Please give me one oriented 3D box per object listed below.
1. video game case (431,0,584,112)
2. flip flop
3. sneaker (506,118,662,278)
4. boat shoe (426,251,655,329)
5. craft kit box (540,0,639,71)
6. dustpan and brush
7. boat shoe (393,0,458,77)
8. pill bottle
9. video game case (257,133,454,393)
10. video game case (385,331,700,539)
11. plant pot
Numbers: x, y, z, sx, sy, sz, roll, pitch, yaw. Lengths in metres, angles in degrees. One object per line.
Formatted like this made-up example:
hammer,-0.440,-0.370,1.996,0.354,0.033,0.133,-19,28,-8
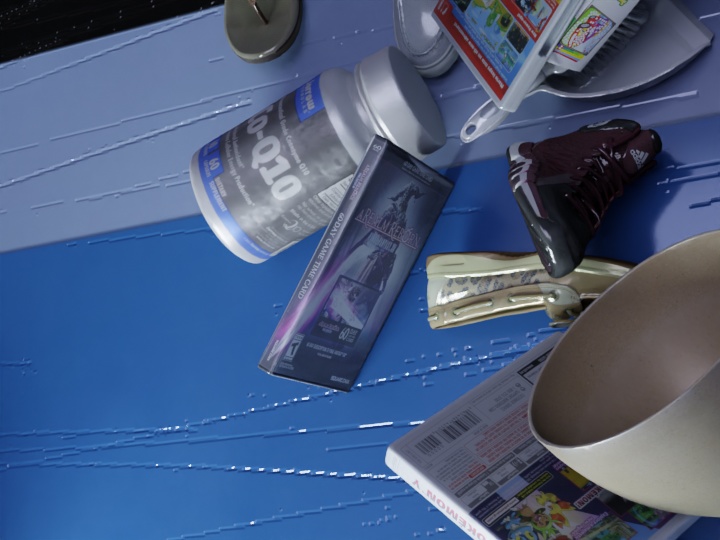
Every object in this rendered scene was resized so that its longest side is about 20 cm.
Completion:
video game case,0.133,-0.242,1.099,0.200,0.017,0.143,-59,39,28
flip flop,-0.097,-0.285,1.310,0.081,0.058,0.201,-5,77,26
sneaker,0.174,-0.070,1.068,0.115,0.200,0.076,-21,113,10
boat shoe,0.141,0.018,1.121,0.199,0.073,0.063,1,85,38
craft kit box,0.178,-0.292,1.099,0.198,0.048,0.201,-49,44,34
dustpan and brush,0.162,-0.168,1.150,0.200,0.057,0.140,-44,63,12
boat shoe,0.051,-0.268,1.222,0.070,0.071,0.202,-3,78,27
pill bottle,-0.035,-0.099,1.206,0.200,0.114,0.114,-29,67,18
video game case,0.000,0.000,1.150,0.019,0.143,0.201,29,93,27
video game case,0.149,0.141,1.033,0.182,0.200,0.023,37,137,28
plant pot,0.232,0.089,0.974,0.200,0.200,0.134,-39,107,14
